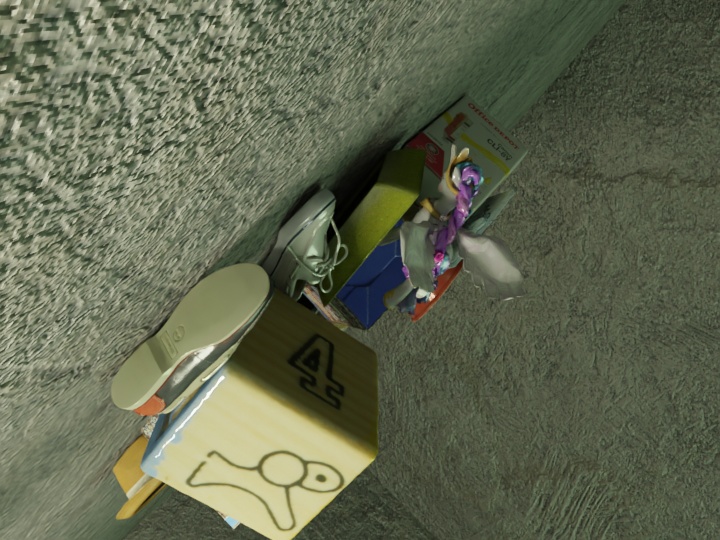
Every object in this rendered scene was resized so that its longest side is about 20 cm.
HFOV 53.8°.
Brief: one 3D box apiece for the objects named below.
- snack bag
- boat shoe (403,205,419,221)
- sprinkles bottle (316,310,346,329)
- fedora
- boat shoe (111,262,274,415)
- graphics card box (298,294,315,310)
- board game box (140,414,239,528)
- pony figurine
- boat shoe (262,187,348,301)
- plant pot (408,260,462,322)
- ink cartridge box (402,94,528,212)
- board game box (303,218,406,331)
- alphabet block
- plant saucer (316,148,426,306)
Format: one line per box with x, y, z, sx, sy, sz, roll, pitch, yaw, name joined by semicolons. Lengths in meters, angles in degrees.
0.148;-0.060;1.171;0.200;0.021;0.188;-47;-165;-27;snack bag
0.142;-0.189;1.452;0.065;0.071;0.201;-93;-153;-43;boat shoe
-0.055;0.095;1.407;0.068;0.068;0.200;-44;177;-22;sprinkles bottle
-0.339;0.313;1.166;0.201;0.082;0.201;-46;175;-5;fedora
-0.155;0.071;0.695;0.200;0.071;0.062;-42;144;9;boat shoe
-0.144;0.107;1.397;0.200;0.051;0.125;-49;176;37;graphics card box
-0.196;0.248;1.073;0.097;0.200;0.159;-47;176;26;board game box
0.093;-0.030;0.876;0.165;0.195;0.200;8;147;-26;pony figurine
-0.059;-0.014;0.849;0.075;0.086;0.202;-43;175;-40;boat shoe
0.106;-0.022;1.601;0.201;0.195;0.201;-52;-178;2;plant pot
0.158;-0.173;1.138;0.200;0.145;0.084;-44;175;-39;ink cartridge box
0.000;0.000;1.133;0.159;0.097;0.200;-46;-166;-13;board game box
-0.111;0.163;0.847;0.195;0.199;0.197;-47;-161;25;alphabet block
0.006;-0.074;0.952;0.200;0.048;0.200;-50;-170;24;plant saucer
